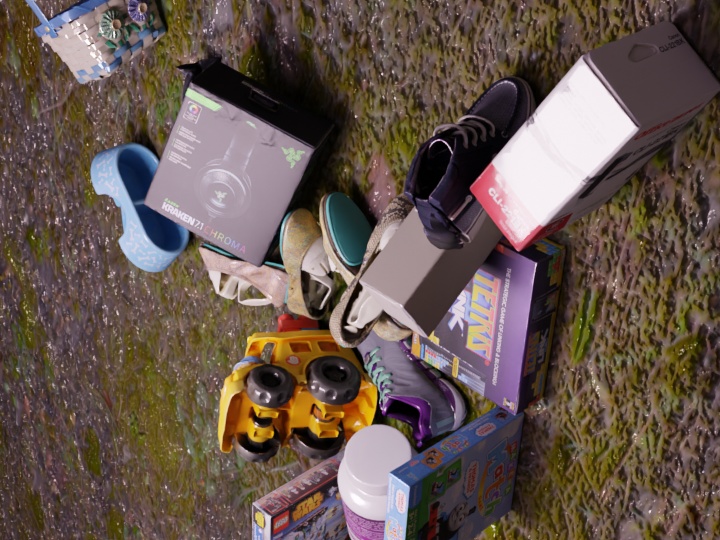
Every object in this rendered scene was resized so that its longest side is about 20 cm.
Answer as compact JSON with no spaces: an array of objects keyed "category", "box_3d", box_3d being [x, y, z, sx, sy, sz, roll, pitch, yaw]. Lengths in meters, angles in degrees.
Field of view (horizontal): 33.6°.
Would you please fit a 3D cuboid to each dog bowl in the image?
[{"category":"dog bowl","box_3d":[-0.322,-0.099,1.773,0.049,0.111,0.201,-24,89,37]}]

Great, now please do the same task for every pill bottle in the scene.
[{"category":"pill bottle","box_3d":[0.030,0.278,1.501,0.112,0.112,0.201,41,158,28]}]

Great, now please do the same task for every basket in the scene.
[{"category":"basket","box_3d":[-0.371,-0.377,1.638,0.139,0.176,0.201,-11,119,52]}]

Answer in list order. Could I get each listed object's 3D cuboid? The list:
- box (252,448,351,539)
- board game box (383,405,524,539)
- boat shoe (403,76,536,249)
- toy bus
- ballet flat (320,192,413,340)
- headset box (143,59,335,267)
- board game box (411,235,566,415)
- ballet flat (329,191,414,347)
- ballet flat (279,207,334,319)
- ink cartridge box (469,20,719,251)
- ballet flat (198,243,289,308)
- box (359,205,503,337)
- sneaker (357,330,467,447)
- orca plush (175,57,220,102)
[{"category":"box","box_3d":[-0.060,0.331,1.608,0.040,0.199,0.138,29,128,36]},{"category":"board game box","box_3d":[0.108,0.257,1.377,0.036,0.199,0.152,28,128,36]},{"category":"boat shoe","box_3d":[0.111,-0.126,1.180,0.074,0.201,0.093,13,159,31]},{"category":"toy bus","box_3d":[-0.098,0.138,1.566,0.193,0.199,0.136,-111,28,-43]},{"category":"ballet flat","box_3d":[0.000,0.000,1.467,0.201,0.070,0.071,57,141,8]},{"category":"headset box","box_3d":[-0.149,-0.138,1.483,0.173,0.093,0.201,29,120,1]},{"category":"board game box","box_3d":[0.139,0.038,1.346,0.165,0.057,0.201,30,129,38]},{"category":"ballet flat","box_3d":[0.029,0.004,1.378,0.201,0.068,0.075,-61,12,5]},{"category":"ballet flat","box_3d":[-0.062,-0.004,1.528,0.071,0.071,0.201,44,153,26]},{"category":"ink cartridge box","box_3d":[0.216,-0.123,1.104,0.084,0.144,0.200,53,140,13]},{"category":"ballet flat","box_3d":[-0.167,0.010,1.666,0.199,0.068,0.068,16,86,45]},{"category":"box","box_3d":[0.093,-0.037,1.247,0.068,0.200,0.082,31,169,36]},{"category":"sneaker","box_3d":[0.040,0.131,1.481,0.200,0.087,0.075,42,136,27]},{"category":"orca plush","box_3d":[-0.185,-0.187,1.578,0.071,0.105,0.202,-16,73,52]}]
